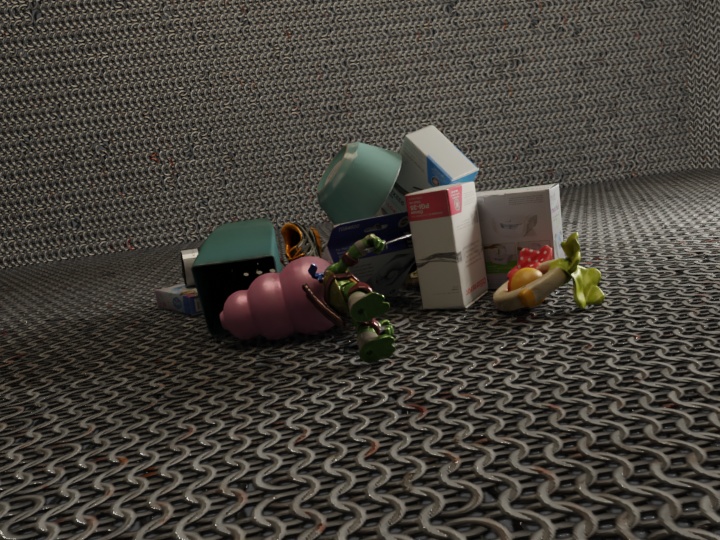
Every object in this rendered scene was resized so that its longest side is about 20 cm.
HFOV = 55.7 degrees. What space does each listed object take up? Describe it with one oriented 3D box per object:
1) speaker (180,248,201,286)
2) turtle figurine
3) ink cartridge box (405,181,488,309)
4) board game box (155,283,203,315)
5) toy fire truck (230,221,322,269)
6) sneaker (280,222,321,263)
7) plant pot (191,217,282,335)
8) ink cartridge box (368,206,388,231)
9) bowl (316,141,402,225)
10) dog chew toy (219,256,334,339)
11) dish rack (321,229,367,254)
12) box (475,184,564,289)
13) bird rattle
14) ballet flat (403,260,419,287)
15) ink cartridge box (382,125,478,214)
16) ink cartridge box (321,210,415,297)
[{"bbox_3d":[-0.298,-0.018,1.517,0.197,0.082,0.081,-9,9,-18],"label":"speaker"},{"bbox_3d":[0.027,0.032,0.972,0.198,0.145,0.194,17,21,-18],"label":"turtle figurine"},{"bbox_3d":[0.154,-0.045,1.192,0.082,0.203,0.146,-5,9,28],"label":"ink cartridge box"},{"bbox_3d":[-0.324,0.049,1.512,0.198,0.044,0.198,-13,10,-36],"label":"board game box"},{"bbox_3d":[-0.189,-0.034,1.451,0.176,0.129,0.200,41,21,15],"label":"toy fire truck"},{"bbox_3d":[-0.110,-0.013,1.346,0.078,0.201,0.077,-40,-39,20],"label":"sneaker"},{"bbox_3d":[-0.208,-0.008,1.234,0.139,0.143,0.201,-8,32,1],"label":"plant pot"},{"bbox_3d":[0.033,-0.096,1.530,0.066,0.202,0.115,-14,-8,-36],"label":"ink cartridge box"},{"bbox_3d":[-0.015,-0.175,1.359,0.104,0.202,0.201,32,-2,-17],"label":"bowl"},{"bbox_3d":[-0.128,0.053,1.095,0.197,0.126,0.125,-15,9,-1],"label":"dog chew toy"},{"bbox_3d":[-0.051,-0.030,1.441,0.200,0.043,0.172,-42,18,18],"label":"dish rack"},{"bbox_3d":[0.269,-0.061,1.270,0.198,0.179,0.096,-4,10,28],"label":"box"},{"bbox_3d":[0.280,0.010,1.092,0.162,0.114,0.200,-29,13,-20],"label":"bird rattle"},{"bbox_3d":[0.126,-0.001,1.429,0.066,0.047,0.200,-5,9,11],"label":"ballet flat"},{"bbox_3d":[0.137,-0.168,1.403,0.083,0.201,0.145,-26,62,-33],"label":"ink cartridge box"},{"bbox_3d":[0.013,-0.012,1.215,0.198,0.201,0.041,-14,54,-32],"label":"ink cartridge box"}]
